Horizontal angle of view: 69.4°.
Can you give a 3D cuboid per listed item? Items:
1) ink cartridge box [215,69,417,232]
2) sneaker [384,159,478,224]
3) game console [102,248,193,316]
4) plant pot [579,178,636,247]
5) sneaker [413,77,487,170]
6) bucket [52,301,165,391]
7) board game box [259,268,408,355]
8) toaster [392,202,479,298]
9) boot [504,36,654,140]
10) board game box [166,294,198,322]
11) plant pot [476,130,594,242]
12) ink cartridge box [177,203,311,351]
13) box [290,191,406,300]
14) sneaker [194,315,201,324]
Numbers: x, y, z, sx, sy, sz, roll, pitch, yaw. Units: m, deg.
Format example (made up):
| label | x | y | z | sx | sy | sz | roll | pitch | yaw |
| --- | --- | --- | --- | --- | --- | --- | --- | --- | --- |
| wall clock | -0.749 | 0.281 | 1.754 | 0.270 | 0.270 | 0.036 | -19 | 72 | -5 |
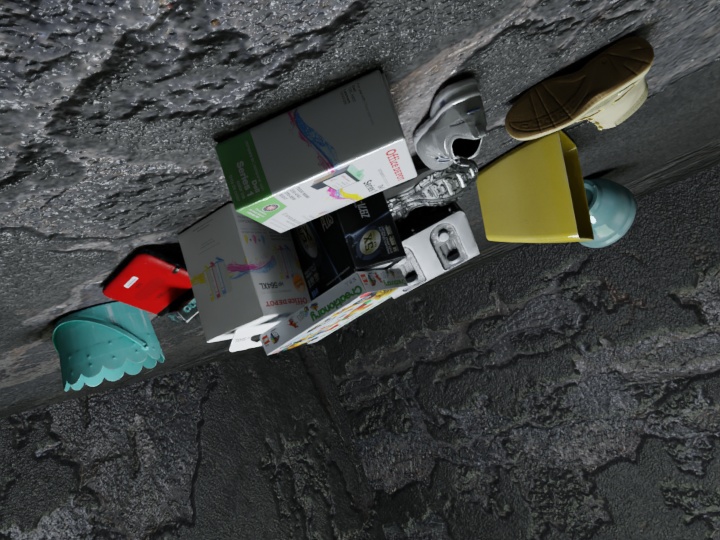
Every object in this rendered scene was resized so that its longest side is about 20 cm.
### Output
| label | x | y | z | sx | sy | sz | roll | pitch | yaw |
| --- | --- | --- | --- | --- | --- | --- | --- | --- | --- |
| ink cartridge box | -0.042 | -0.128 | 0.611 | 0.198 | 0.085 | 0.145 | -21 | 171 | 9 |
| sneaker | 0.095 | -0.142 | 0.860 | 0.199 | 0.080 | 0.074 | -19 | 135 | 19 |
| game console | -0.331 | -0.007 | 0.927 | 0.172 | 0.120 | 0.199 | 27 | 142 | -32 |
| plant pot | 0.666 | -0.183 | 1.505 | 0.133 | 0.202 | 0.200 | 22 | 147 | -33 |
| sneaker | 0.121 | -0.171 | 0.705 | 0.074 | 0.083 | 0.200 | -19 | 171 | -2 |
| bucket | -0.527 | 0.155 | 1.086 | 0.205 | 0.136 | 0.207 | -20 | 171 | -3 |
| board game box | -0.039 | 0.060 | 0.768 | 0.199 | 0.035 | 0.126 | -33 | 166 | 29 |
| toaster | 0.096 | -0.064 | 0.953 | 0.180 | 0.119 | 0.200 | -28 | -150 | 6 |
| boot | 0.320 | -0.238 | 0.759 | 0.199 | 0.073 | 0.155 | -30 | 165 | 24 |
| board game box | -0.292 | 0.043 | 0.966 | 0.135 | 0.028 | 0.200 | -45 | -166 | -23 |
| plant pot | 0.342 | -0.144 | 1.037 | 0.175 | 0.202 | 0.199 | -11 | 176 | 31 |
| ink cartridge box | -0.173 | 0.016 | 0.812 | 0.125 | 0.202 | 0.128 | -24 | 170 | 29 |
| box | -0.034 | -0.057 | 0.796 | 0.085 | 0.165 | 0.200 | -15 | 170 | -26 |
| sneaker | -0.345 | 0.108 | 1.381 | 0.079 | 0.076 | 0.200 | -26 | 169 | 26 |
